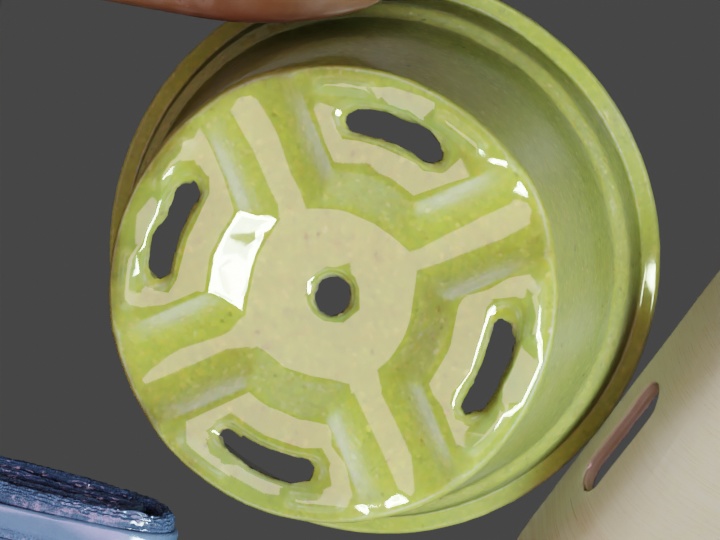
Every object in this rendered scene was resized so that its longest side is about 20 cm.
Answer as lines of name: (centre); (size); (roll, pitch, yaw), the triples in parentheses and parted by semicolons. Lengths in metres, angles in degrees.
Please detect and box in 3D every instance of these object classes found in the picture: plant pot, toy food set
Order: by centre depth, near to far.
plant pot: (0.000, 0.000, 0.742); (0.198, 0.184, 0.202); (0, 94, 5)
toy food set: (0.167, 0.107, 0.787); (0.199, 0.060, 0.144); (33, 120, -2)

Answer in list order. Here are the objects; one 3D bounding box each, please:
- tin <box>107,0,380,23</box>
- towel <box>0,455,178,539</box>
tin: (-0.073, -0.125, 0.765); (0.198, 0.112, 0.042); (13, 117, 19)
towel: (-0.133, 0.170, 0.835); (0.111, 0.049, 0.202); (13, 95, 4)
